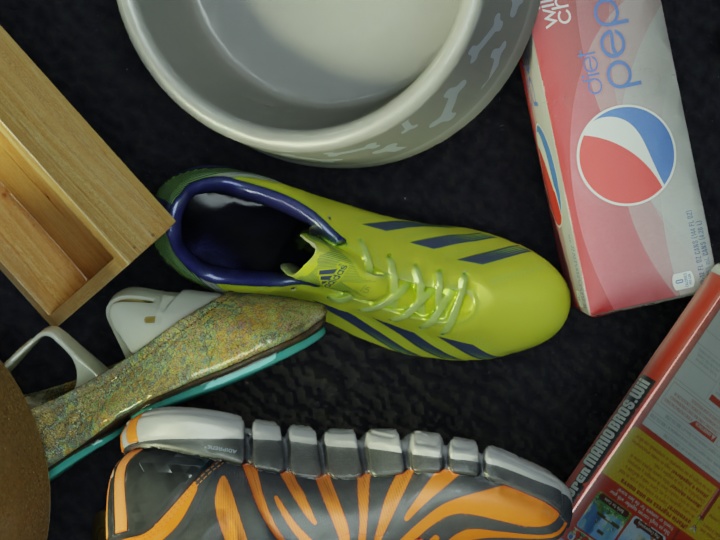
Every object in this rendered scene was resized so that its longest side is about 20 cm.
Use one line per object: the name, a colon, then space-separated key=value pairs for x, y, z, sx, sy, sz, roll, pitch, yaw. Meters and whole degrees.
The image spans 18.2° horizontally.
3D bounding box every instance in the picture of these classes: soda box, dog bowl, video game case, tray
soda box: x=0.110 y=-0.083 z=1.034 sx=0.063 sy=0.070 sz=0.200 roll=-13 pitch=93 yaw=-2
dog bowl: x=-0.021 y=-0.142 z=0.995 sx=0.200 sy=0.059 sz=0.201 roll=2 pitch=98 yaw=17
video game case: x=0.152 y=0.113 z=1.033 sx=0.143 sy=0.017 sz=0.200 roll=37 pitch=87 yaw=-36
tray: x=-0.176 y=-0.072 z=1.002 sx=0.200 sy=0.099 sz=0.037 roll=49 pitch=58 yaw=-4

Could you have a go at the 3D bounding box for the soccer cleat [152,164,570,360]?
soccer cleat: x=-0.001 y=0.001 z=1.023 sx=0.200 sy=0.084 sz=0.065 roll=15 pitch=92 yaw=-3

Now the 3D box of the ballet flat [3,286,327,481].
ballet flat: x=-0.112 y=0.046 z=1.011 sx=0.200 sy=0.071 sz=0.071 roll=-29 pitch=94 yaw=16

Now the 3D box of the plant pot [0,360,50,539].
plant pot: x=-0.253 y=0.112 z=0.929 sx=0.186 sy=0.200 sz=0.187 roll=3 pitch=100 yaw=16

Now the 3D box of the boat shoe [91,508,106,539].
boat shoe: x=-0.058 y=0.192 z=1.041 sx=0.066 sy=0.074 sz=0.200 roll=-26 pitch=87 yaw=-25

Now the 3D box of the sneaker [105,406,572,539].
sneaker: x=-0.011 y=0.128 z=0.961 sx=0.200 sy=0.078 sz=0.112 roll=5 pitch=67 yaw=2
